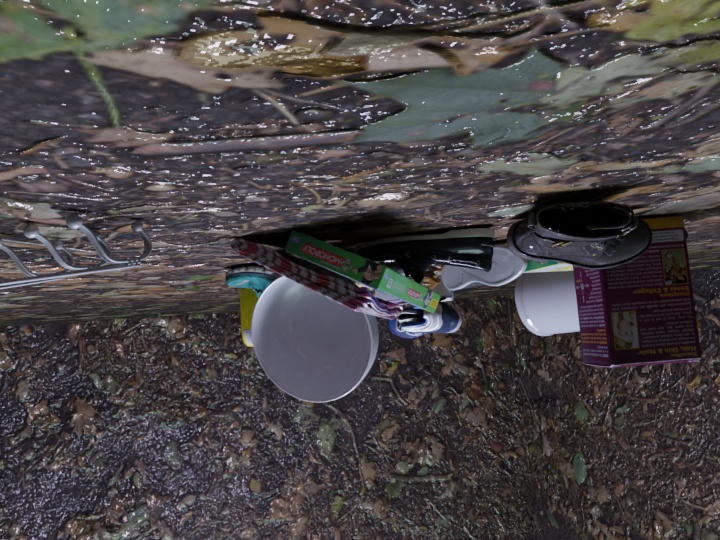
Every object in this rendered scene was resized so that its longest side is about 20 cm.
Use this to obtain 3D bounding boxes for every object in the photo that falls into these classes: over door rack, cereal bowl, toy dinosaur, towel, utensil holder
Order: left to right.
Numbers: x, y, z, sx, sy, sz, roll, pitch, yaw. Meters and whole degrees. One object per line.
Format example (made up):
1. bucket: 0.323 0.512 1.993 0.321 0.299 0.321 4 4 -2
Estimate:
1. over door rack: -0.312 -0.002 0.556 0.146 0.067 0.200 -8 -165 32
2. towel: -0.051 0.008 0.782 0.198 0.030 0.146 25 180 22
3. cereal bowl: -0.060 0.090 0.925 0.198 0.203 0.083 -7 -173 24
4. toy dinosaur: 0.146 -0.004 1.175 0.197 0.061 0.106 4 -166 -4
5. utensil holder: 0.458 0.046 1.305 0.168 0.172 0.199 -1 171 -36

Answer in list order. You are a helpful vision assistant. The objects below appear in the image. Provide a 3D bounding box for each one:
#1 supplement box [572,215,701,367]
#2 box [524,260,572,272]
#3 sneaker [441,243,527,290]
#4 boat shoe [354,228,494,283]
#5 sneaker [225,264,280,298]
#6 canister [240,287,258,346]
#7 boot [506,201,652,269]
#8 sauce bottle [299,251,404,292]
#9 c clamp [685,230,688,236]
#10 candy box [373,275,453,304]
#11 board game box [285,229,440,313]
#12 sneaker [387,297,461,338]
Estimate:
1. supplement box: 0.389 0.031 0.881 0.129 0.203 0.103 -3 174 -3
2. box: 0.401 -0.028 1.098 0.197 0.049 0.117 -1 173 -19
3. sneaker: 0.233 -0.012 1.057 0.098 0.072 0.199 -13 177 -30
4. boat shoe: 0.087 -0.015 0.848 0.196 0.067 0.074 -5 176 12
5. sneaker: -0.143 0.036 1.046 0.197 0.081 0.077 11 176 15
6. canister: -0.118 0.067 1.131 0.197 0.151 0.086 -4 175 20
7. boot: 0.269 -0.042 0.704 0.197 0.070 0.174 -2 175 -2
8. sauce bottle: 0.000 0.000 0.966 0.197 0.067 0.066 -7 174 10
9. c clamp: 0.493 -0.021 1.043 0.169 0.027 0.200 -12 151 8
10. candy box: 0.126 0.036 1.404 0.165 0.073 0.200 -6 174 11
11. board game box: 0.010 0.005 0.778 0.133 0.029 0.200 23 179 28
12. sneaker: 0.105 0.100 1.329 0.198 0.082 0.146 -5 166 42
